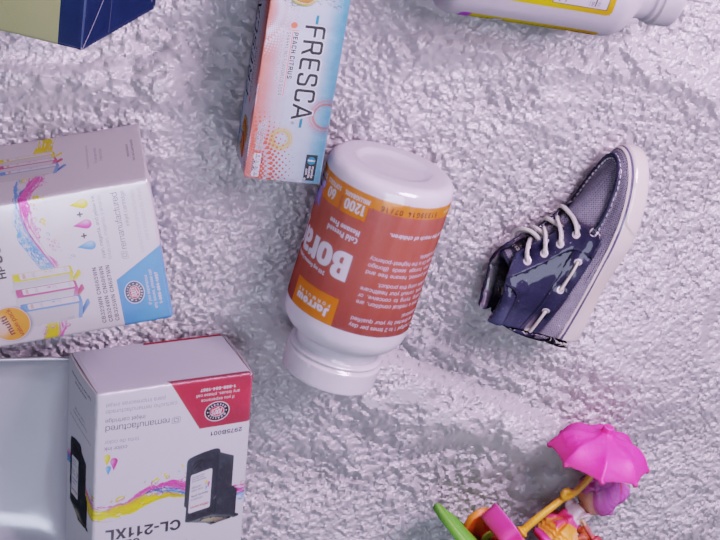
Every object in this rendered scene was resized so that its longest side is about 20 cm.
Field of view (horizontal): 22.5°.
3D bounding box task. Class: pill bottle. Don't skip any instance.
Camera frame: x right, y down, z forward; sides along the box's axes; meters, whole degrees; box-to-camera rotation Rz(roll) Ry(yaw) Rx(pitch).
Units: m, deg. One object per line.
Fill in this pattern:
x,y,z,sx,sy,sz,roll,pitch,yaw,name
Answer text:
0.000,0.000,1.546,0.112,0.112,0.201,12,112,-16,pill bottle
0.162,-0.248,1.465,0.199,0.104,0.105,7,114,-14,pill bottle

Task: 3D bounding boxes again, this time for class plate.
-0.347,0.158,1.599,0.199,0.032,0.200,2,115,-12,plate

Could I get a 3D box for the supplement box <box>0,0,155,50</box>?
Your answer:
-0.256,-0.289,1.308,0.199,0.134,0.201,15,114,12,supplement box

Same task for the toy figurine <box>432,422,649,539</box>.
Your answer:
0.194,0.230,1.698,0.184,0.150,0.200,-41,138,-1,toy figurine

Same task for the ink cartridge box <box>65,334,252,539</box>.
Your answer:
-0.178,0.169,1.593,0.145,0.083,0.201,-7,117,-24,ink cartridge box

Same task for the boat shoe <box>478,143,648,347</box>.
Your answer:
0.176,-0.025,1.588,0.092,0.075,0.201,11,113,-24,boat shoe

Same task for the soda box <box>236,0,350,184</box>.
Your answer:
-0.054,-0.175,1.480,0.068,0.064,0.201,5,115,-13,soda box

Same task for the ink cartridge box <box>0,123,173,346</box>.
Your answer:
-0.265,-0.025,1.477,0.199,0.125,0.129,-11,117,-6,ink cartridge box
